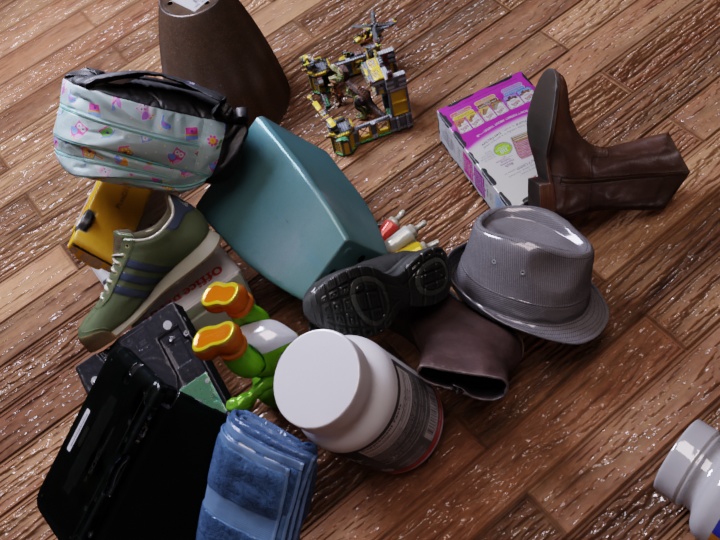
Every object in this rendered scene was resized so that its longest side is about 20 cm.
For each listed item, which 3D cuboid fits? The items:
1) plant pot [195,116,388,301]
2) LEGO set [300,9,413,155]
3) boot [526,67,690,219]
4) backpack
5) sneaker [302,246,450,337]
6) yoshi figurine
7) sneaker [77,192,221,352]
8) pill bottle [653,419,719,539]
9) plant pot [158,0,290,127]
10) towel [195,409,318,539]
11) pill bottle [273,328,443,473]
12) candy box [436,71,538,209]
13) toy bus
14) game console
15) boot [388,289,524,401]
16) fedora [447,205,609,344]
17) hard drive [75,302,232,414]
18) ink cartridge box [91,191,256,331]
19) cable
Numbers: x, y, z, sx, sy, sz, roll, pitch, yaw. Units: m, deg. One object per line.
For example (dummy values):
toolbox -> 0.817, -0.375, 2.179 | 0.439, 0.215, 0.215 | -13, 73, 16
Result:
plant pot -> -0.068, -0.052, 1.094 | 0.142, 0.141, 0.200 | -51, 55, 14
LEGO set -> -0.008, -0.274, 1.283 | 0.151, 0.117, 0.203 | -12, 53, 3
boot -> 0.298, -0.152, 1.082 | 0.196, 0.190, 0.064 | -7, 29, -11
backpack -> -0.245, -0.159, 1.040 | 0.197, 0.129, 0.166 | 6, 8, -32
sneaker -> 0.009, 0.023, 0.989 | 0.198, 0.078, 0.090 | -13, 10, -42
yoshi figurine -> -0.111, 0.101, 1.009 | 0.113, 0.200, 0.112 | -46, 42, -1
sneaker -> -0.260, -0.006, 1.043 | 0.200, 0.090, 0.067 | -41, 25, -8
pill bottle -> 0.380, 0.232, 0.854 | 0.199, 0.113, 0.112 | 35, 67, 30
plant pot -> -0.209, -0.311, 1.299 | 0.183, 0.201, 0.190 | -5, 54, 7
towel -> -0.110, 0.247, 0.900 | 0.110, 0.204, 0.048 | 21, 18, 21
pill bottle -> 0.000, 0.133, 0.931 | 0.114, 0.200, 0.118 | -10, 65, 24
candy box -> 0.203, -0.155, 1.192 | 0.134, 0.061, 0.201 | -25, 54, -7
toy bus -> -0.298, -0.090, 1.126 | 0.064, 0.078, 0.203 | 30, 55, -22
game console -> -0.230, 0.213, 0.980 | 0.175, 0.116, 0.203 | 28, 90, 46
boot -> 0.081, 0.072, 1.005 | 0.196, 0.074, 0.166 | 14, 19, 13
fedora -> 0.196, -0.010, 1.037 | 0.198, 0.092, 0.176 | 28, 37, 28
hard drive -> -0.213, 0.158, 1.017 | 0.139, 0.038, 0.202 | -33, 75, 3
ink cartridge box -> -0.246, 0.004, 1.157 | 0.145, 0.085, 0.200 | -35, 56, -13
cable -> 0.000, 0.000, 1.131 | 0.199, 0.051, 0.097 | -38, 55, -15
